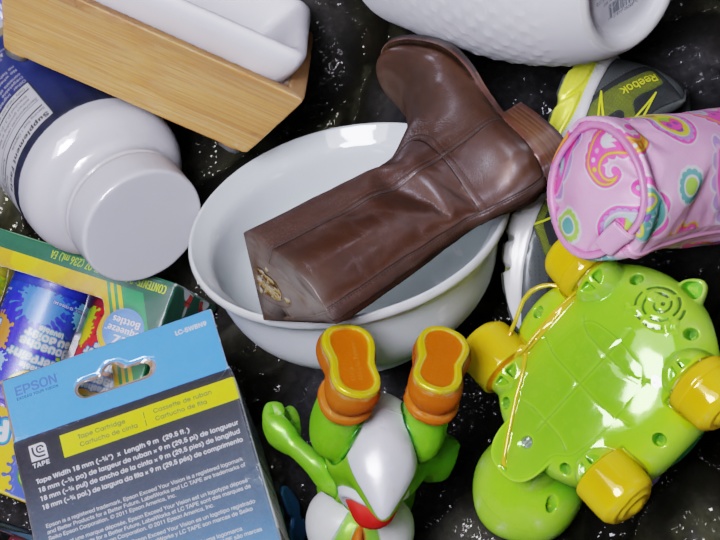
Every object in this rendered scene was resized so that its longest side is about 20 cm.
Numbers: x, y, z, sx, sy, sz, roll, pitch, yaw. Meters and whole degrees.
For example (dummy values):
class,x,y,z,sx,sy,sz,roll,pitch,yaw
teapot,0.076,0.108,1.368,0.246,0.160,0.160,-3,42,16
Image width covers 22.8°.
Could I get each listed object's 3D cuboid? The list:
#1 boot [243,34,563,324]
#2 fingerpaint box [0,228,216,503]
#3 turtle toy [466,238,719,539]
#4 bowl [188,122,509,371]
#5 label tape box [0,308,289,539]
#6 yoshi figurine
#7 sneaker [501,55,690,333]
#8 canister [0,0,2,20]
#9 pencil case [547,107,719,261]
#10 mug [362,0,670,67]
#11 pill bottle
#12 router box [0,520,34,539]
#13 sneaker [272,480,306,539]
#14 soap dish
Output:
class,x,y,z,sx,sy,sz,roll,pitch,yaw
boot,-0.003,-0.055,1.066,0.200,0.064,0.186,-33,40,-18
fingerpaint box,-0.223,0.067,1.197,0.200,0.073,0.167,17,82,22
turtle toy,0.136,0.080,1.048,0.200,0.101,0.146,-48,63,14
bowl,0.000,0.000,1.113,0.201,0.090,0.201,-9,37,7
label tape box,-0.124,0.143,1.081,0.144,0.063,0.200,-19,63,1
yoshi figurine,0.005,0.108,1.063,0.112,0.200,0.112,37,48,26
sneaker,0.147,-0.044,1.105,0.084,0.074,0.200,14,80,21
canister,-0.254,-0.213,1.277,0.200,0.087,0.149,-43,68,5
pencil case,0.203,-0.051,1.030,0.087,0.200,0.088,8,100,52
mug,0.120,-0.208,1.114,0.175,0.200,0.148,28,128,41
pill bottle,-0.186,-0.080,1.175,0.111,0.111,0.200,-46,48,2
router box,-0.284,0.179,1.145,0.200,0.150,0.062,14,80,20
sneaker,-0.082,0.233,1.113,0.082,0.073,0.200,-5,64,20
soap dish,-0.131,-0.159,1.155,0.200,0.157,0.081,24,111,-9
